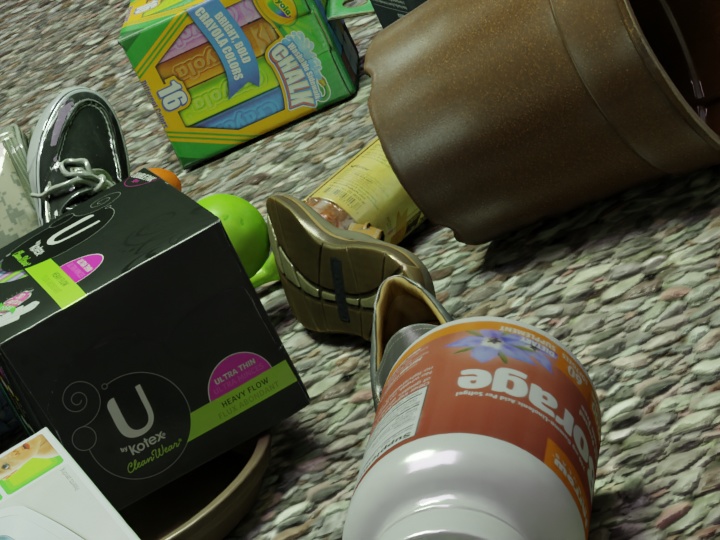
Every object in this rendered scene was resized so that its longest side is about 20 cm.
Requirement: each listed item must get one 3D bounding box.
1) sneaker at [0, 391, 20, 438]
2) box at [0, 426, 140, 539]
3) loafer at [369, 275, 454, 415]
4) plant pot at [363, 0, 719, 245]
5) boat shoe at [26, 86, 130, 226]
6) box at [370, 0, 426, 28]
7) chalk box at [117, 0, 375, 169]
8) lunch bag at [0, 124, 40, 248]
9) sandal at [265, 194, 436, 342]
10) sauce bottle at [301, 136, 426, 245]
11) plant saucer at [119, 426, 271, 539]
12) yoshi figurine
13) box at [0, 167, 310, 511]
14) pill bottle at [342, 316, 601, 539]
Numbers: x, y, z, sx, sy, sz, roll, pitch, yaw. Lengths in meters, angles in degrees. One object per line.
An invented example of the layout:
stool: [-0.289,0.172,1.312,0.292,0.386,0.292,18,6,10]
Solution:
sneaker: [-0.256,0.105,1.892,0.199,0.070,0.082,-27,40,-3]
box: [-0.183,0.192,1.439,0.176,0.097,0.200,-29,27,-11]
loafer: [0.033,0.064,1.558,0.072,0.073,0.200,-26,19,-1]
plant pot: [0.121,-0.122,1.781,0.198,0.201,0.200,-25,17,28]
boat shoe: [-0.180,-0.038,1.896,0.068,0.073,0.200,-42,36,55]
box: [0.070,-0.265,2.207,0.148,0.201,0.107,-29,17,-12]
chalk box: [-0.076,-0.190,2.328,0.199,0.124,0.125,-24,18,9]
lunch bag: [-0.277,0.010,1.985,0.199,0.168,0.139,-27,18,1]
sandal: [0.000,0.000,1.789,0.054,0.081,0.200,-14,17,-28]
sauce bottle: [0.029,-0.062,1.928,0.066,0.066,0.200,-6,27,48]
plant saucer: [-0.136,0.142,1.652,0.199,0.030,0.200,-25,18,9]
yoshi figurine: [-0.098,-0.020,1.926,0.112,0.113,0.200,-21,21,-3]
box: [-0.140,0.040,1.696,0.148,0.125,0.200,-30,17,-10]
pill bottle: [0.052,0.110,1.343,0.112,0.113,0.200,-21,19,16]
